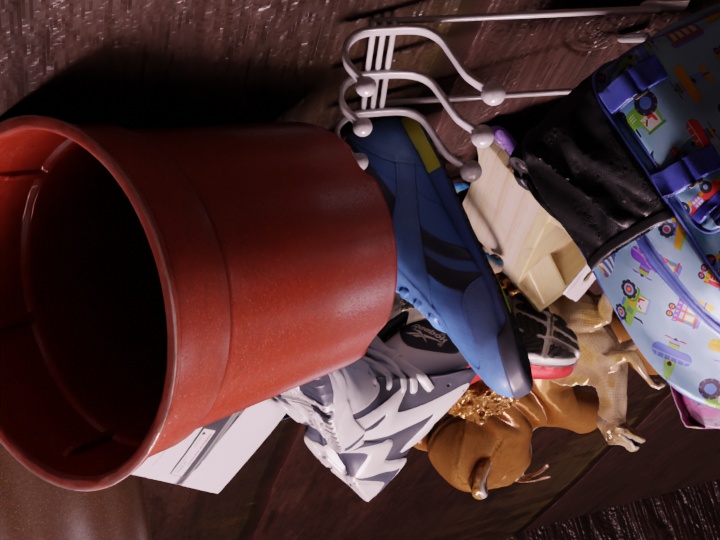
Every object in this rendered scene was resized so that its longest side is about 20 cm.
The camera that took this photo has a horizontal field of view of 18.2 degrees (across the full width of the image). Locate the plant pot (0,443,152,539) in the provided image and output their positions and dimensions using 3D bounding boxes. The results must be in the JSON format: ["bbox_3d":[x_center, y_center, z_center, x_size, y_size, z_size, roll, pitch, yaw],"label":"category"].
[{"bbox_3d":[-0.244,0.172,1.671,0.199,0.199,0.200,-15,165,-4],"label":"plant pot"}]

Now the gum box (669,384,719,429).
[{"bbox_3d":[0.265,0.021,1.662,0.066,0.201,0.113,-27,164,36],"label":"gum box"}]

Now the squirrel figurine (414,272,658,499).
[{"bbox_3d":[0.108,0.079,1.741,0.187,0.141,0.200,-50,141,3],"label":"squirrel figurine"}]

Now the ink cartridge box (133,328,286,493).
[{"bbox_3d":[-0.146,0.060,1.436,0.084,0.145,0.200,-48,162,3],"label":"ink cartridge box"}]

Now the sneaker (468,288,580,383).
[{"bbox_3d":[0.060,0.063,1.615,0.199,0.085,0.077,3,-150,12],"label":"sneaker"}]

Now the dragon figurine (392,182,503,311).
[{"bbox_3d":[0.039,-0.029,1.488,0.059,0.100,0.199,-10,-177,44],"label":"dragon figurine"}]

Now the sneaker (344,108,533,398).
[{"bbox_3d":[0.038,-0.001,1.333,0.078,0.201,0.066,-26,154,1],"label":"sneaker"}]

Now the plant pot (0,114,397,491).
[{"bbox_3d":[-0.096,0.002,1.249,0.195,0.202,0.200,-13,168,-44],"label":"plant pot"}]

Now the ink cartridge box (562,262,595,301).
[{"bbox_3d":[0.230,-0.033,1.510,0.200,0.068,0.116,-45,170,5],"label":"ink cartridge box"}]

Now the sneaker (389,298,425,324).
[{"bbox_3d":[0.000,0.000,1.550,0.075,0.088,0.200,11,-155,30],"label":"sneaker"}]

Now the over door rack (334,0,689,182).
[{"bbox_3d":[0.087,-0.107,1.260,0.199,0.067,0.148,-15,166,-7],"label":"over door rack"}]

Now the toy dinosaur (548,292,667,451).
[{"bbox_3d":[0.164,0.033,1.619,0.101,0.201,0.058,-32,171,18],"label":"toy dinosaur"}]

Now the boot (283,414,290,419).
[{"bbox_3d":[-0.042,0.070,1.714,0.075,0.097,0.199,-28,162,35],"label":"boot"}]

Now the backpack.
[{"bbox_3d":[0.209,-0.032,1.248,0.182,0.201,0.135,-21,165,-38],"label":"backpack"}]

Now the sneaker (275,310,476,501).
[{"bbox_3d":[0.014,0.062,1.466,0.130,0.079,0.199,-47,148,-11],"label":"sneaker"}]

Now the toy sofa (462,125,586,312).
[{"bbox_3d":[0.131,-0.054,1.515,0.083,0.098,0.200,-39,169,-12],"label":"toy sofa"}]
